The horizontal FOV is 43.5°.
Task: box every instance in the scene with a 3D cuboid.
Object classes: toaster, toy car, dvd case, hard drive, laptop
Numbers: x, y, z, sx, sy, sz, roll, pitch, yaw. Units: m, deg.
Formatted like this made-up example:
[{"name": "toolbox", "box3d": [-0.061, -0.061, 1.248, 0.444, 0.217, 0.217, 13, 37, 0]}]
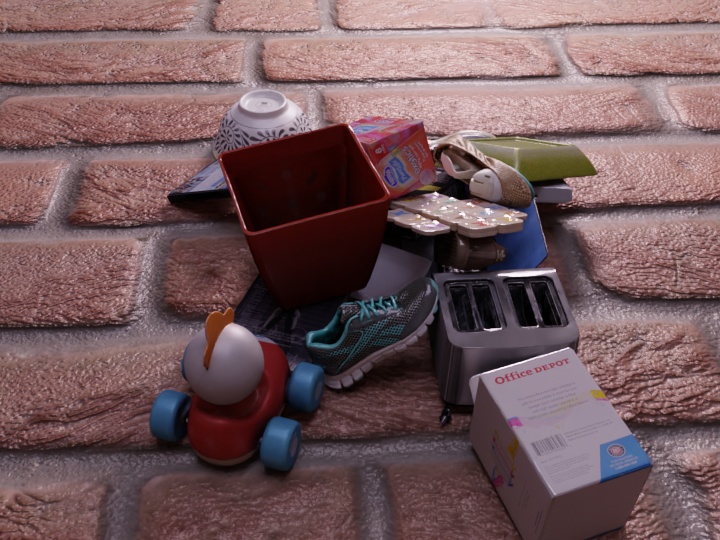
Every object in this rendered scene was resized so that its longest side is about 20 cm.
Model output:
[{"name": "toaster", "box3d": [0.183, 0.090, 1.198, 0.178, 0.120, 0.201, -3, 39, -3]}, {"name": "toy car", "box3d": [-0.154, 0.114, 1.091, 0.182, 0.202, 0.178, 12, 45, 13]}, {"name": "dvd case", "box3d": [-0.108, 0.067, 1.287, 0.147, 0.016, 0.201, 11, 45, 18]}, {"name": "hard drive", "box3d": [0.271, -0.148, 1.504, 0.130, 0.027, 0.200, 2, 17, 2]}, {"name": "laptop", "box3d": [0.162, -0.035, 1.352, 0.197, 0.117, 0.188, 0, 38, 0]}, {"name": "dvd case", "box3d": [-0.216, -0.158, 1.508, 0.198, 0.018, 0.143, 0, 33, 42]}]

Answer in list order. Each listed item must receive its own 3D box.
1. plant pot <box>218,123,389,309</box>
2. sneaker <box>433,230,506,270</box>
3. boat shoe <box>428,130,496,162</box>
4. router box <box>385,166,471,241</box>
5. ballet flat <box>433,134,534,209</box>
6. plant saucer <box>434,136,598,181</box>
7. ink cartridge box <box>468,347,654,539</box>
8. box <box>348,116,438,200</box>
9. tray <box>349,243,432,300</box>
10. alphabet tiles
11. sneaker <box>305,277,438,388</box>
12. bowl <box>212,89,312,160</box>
[{"name": "plant pot", "box3d": [-0.075, -0.065, 1.285, 0.197, 0.178, 0.201, -15, 43, -10]}, {"name": "sneaker", "box3d": [0.152, -0.034, 1.290, 0.074, 0.071, 0.200, 7, 13, -6]}, {"name": "boat shoe", "box3d": [0.148, -0.198, 1.591, 0.197, 0.072, 0.065, -5, 44, -1]}, {"name": "router box", "box3d": [0.055, -0.119, 1.465, 0.198, 0.053, 0.157, 14, 39, 40]}, {"name": "ballet flat", "box3d": [0.179, -0.143, 1.372, 0.065, 0.071, 0.200, -19, 38, -26]}, {"name": "plant saucer", "box3d": [0.257, -0.188, 1.488, 0.198, 0.049, 0.199, -9, 18, -35]}, {"name": "ink cartridge box", "box3d": [0.218, 0.198, 1.048, 0.127, 0.126, 0.201, -13, 45, -16]}, {"name": "box", "box3d": [0.022, -0.174, 1.391, 0.102, 0.096, 0.200, -24, 19, -18]}, {"name": "tray", "box3d": [0.000, 0.000, 1.365, 0.198, 0.022, 0.108, 20, 58, 24]}, {"name": "alphabet tiles", "box3d": [0.131, -0.080, 1.272, 0.194, 0.015, 0.199, -9, 20, -33]}, {"name": "sneaker", "box3d": [0.012, 0.070, 1.173, 0.199, 0.091, 0.078, -39, 35, 6]}, {"name": "bowl", "box3d": [-0.177, -0.269, 1.650, 0.198, 0.095, 0.202, 0, 39, 0]}]
